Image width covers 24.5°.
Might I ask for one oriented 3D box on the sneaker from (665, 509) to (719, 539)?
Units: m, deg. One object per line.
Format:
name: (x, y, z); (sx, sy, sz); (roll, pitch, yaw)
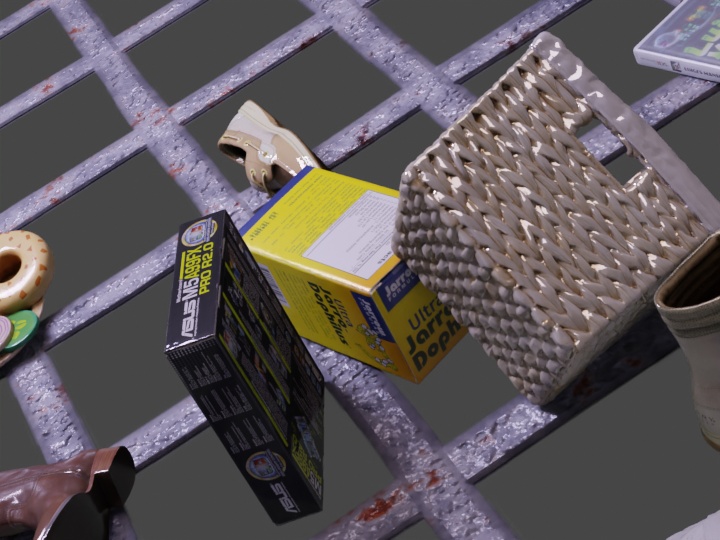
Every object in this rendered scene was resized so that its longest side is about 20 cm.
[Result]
sneaker: (0.193, 0.200, 1.019); (0.115, 0.200, 0.074); (-29, 79, 6)

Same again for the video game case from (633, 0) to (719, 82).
video game case: (0.383, -0.244, 1.552); (0.200, 0.023, 0.181); (-43, 37, -20)

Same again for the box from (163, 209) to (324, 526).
box: (-0.087, 0.076, 1.318); (0.044, 0.201, 0.161); (-18, 37, 14)

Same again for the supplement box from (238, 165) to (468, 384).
supplement box: (0.000, 0.000, 1.433); (0.109, 0.110, 0.199); (-44, 37, -21)

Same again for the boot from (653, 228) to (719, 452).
boot: (0.308, 0.024, 1.150); (0.199, 0.155, 0.072); (-29, 35, -1)

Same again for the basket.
basket: (0.139, -0.031, 1.248); (0.161, 0.200, 0.198); (-41, 80, -12)

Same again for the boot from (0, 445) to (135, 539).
boot: (-0.305, 0.218, 1.392); (0.199, 0.065, 0.187); (-12, 17, 18)

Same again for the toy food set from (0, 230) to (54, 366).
toy food set: (-0.412, 0.041, 1.681); (0.198, 0.049, 0.199); (1, 49, 12)

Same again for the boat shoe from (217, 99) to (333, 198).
boat shoe: (-0.082, -0.105, 1.665); (0.066, 0.074, 0.200); (-45, 35, -2)
